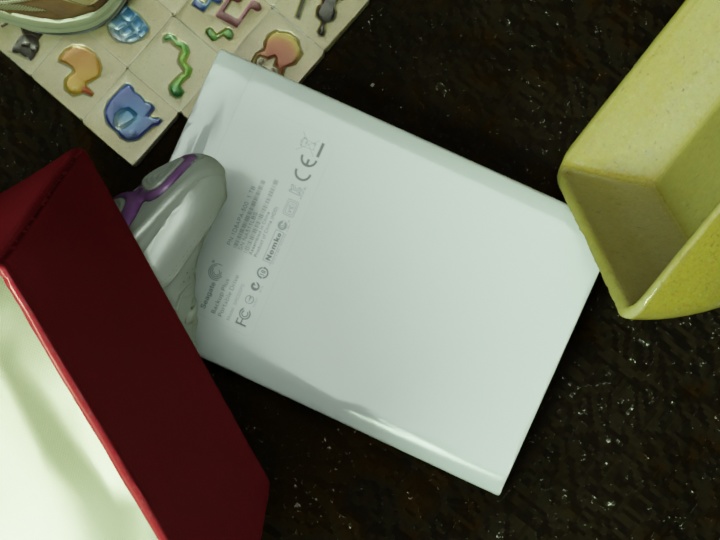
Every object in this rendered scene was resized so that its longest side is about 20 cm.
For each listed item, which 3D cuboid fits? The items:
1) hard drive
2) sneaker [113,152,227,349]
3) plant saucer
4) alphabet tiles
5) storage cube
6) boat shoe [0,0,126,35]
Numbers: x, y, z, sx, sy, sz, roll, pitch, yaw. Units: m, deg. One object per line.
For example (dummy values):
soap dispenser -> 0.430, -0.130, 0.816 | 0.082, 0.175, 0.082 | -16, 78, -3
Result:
hard drive -> 0.000, 0.000, 1.024 | 0.199, 0.025, 0.133 | 24, 90, 6
sneaker -> -0.098, 0.041, 0.998 | 0.099, 0.075, 0.201 | 25, 106, -13
plant saucer -> 0.172, -0.077, 0.934 | 0.048, 0.200, 0.200 | 34, 104, -14
alphabet tiles -> -0.102, -0.154, 1.063 | 0.200, 0.008, 0.167 | 41, 86, 6
storage cube -> -0.152, 0.083, 0.876 | 0.170, 0.180, 0.201 | -26, 104, 10
boat shoe -> -0.205, -0.154, 1.028 | 0.199, 0.072, 0.076 | 3, 83, 3
